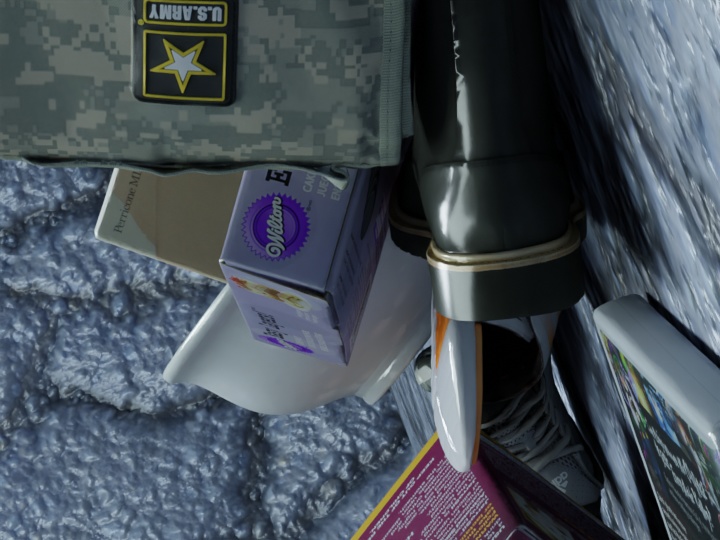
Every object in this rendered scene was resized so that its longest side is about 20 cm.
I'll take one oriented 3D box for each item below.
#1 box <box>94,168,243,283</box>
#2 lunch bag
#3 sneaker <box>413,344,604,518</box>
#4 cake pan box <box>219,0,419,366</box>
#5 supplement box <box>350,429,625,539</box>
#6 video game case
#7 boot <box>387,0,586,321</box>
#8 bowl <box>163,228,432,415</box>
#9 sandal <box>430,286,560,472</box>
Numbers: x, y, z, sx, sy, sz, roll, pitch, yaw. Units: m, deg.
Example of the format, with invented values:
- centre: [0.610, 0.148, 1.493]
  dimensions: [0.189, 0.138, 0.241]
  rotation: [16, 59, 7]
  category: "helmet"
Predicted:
- centre: [-0.051, -0.031, 1.664]
  dimensions: [0.078, 0.199, 0.096]
  rotation: [-150, 77, -85]
  category: "box"
- centre: [-0.062, -0.131, 0.994]
  dimensions: [0.118, 0.163, 0.202]
  rotation: [136, 135, -88]
  category: "lunch bag"
- centre: [0.084, 0.075, 1.358]
  dimensions: [0.116, 0.075, 0.200]
  rotation: [60, -178, 3]
  category: "sneaker"
- centre: [-0.004, -0.065, 1.147]
  dimensions: [0.200, 0.052, 0.185]
  rotation: [74, -147, -81]
  category: "cake pan box"
- centre: [0.072, 0.158, 1.218]
  dimensions: [0.131, 0.103, 0.200]
  rotation: [38, -176, -11]
  category: "supplement box"
- centre: [0.135, 0.111, 0.963]
  dimensions: [0.200, 0.023, 0.183]
  rotation: [-119, 8, -78]
  category: "video game case"
- centre: [0.047, -0.072, 1.064]
  dimensions: [0.200, 0.077, 0.139]
  rotation: [-123, 25, -75]
  category: "boot"
- centre: [0.000, 0.000, 1.343]
  dimensions: [0.090, 0.201, 0.201]
  rotation: [39, 177, 0]
  category: "bowl"
- centre: [0.062, -0.017, 1.202]
  dimensions: [0.079, 0.059, 0.208]
  rotation: [100, 172, -66]
  category: "sandal"
